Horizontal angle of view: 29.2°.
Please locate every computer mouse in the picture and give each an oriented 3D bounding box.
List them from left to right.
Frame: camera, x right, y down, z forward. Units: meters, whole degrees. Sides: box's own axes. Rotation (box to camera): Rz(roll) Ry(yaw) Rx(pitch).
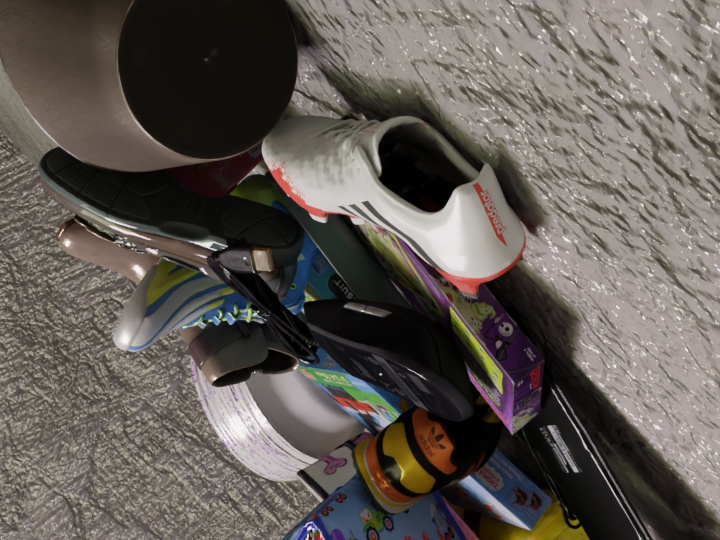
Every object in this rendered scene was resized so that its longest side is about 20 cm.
[{"bbox_3d":[-0.011,0.024,0.886,0.199,0.046,0.141,16,154,49],"label":"computer mouse"}]

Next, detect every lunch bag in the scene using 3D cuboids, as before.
[{"bbox_3d":[0.036,0.243,0.980,0.201,0.094,0.150,50,-149,5],"label":"lunch bag"}]

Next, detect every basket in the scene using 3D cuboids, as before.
[{"bbox_3d":[-0.129,-0.132,0.858,0.181,0.136,0.199,57,163,-25],"label":"basket"}]

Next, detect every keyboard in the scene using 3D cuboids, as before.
[{"bbox_3d":[0.142,0.110,0.921,0.202,0.039,0.104,60,160,-1],"label":"keyboard"}]

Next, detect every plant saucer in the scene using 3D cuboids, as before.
[{"bbox_3d":[0.000,0.000,1.021,0.201,0.027,0.200,52,180,0],"label":"plant saucer"}]

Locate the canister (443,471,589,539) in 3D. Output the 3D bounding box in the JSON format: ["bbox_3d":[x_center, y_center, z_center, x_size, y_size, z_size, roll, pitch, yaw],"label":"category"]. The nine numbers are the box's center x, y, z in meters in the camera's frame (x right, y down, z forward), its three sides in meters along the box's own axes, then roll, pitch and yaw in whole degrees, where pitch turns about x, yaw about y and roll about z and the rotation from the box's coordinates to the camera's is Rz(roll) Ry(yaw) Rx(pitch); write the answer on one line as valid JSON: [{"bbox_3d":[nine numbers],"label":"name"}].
[{"bbox_3d":[0.165,0.250,1.221,0.149,0.087,0.200,50,170,-21],"label":"canister"}]

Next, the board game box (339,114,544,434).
[{"bbox_3d":[0.045,0.004,0.874,0.201,0.032,0.120,52,168,19],"label":"board game box"}]

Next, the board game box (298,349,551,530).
[{"bbox_3d":[0.049,0.133,1.152,0.200,0.037,0.151,42,165,-16],"label":"board game box"}]

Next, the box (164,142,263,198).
[{"bbox_3d":[-0.166,-0.137,1.044,0.200,0.095,0.100,49,177,-12],"label":"box"}]

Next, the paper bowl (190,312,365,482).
[{"bbox_3d":[-0.064,0.095,1.350,0.200,0.104,0.203,36,-140,-37],"label":"paper bowl"}]

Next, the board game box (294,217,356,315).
[{"bbox_3d":[-0.020,0.028,1.236,0.201,0.047,0.151,51,169,-19],"label":"board game box"}]

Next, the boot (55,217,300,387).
[{"bbox_3d":[-0.135,0.023,1.115,0.070,0.198,0.148,-45,58,46],"label":"boot"}]

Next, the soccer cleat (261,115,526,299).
[{"bbox_3d":[0.011,-0.057,0.766,0.199,0.068,0.086,33,155,40],"label":"soccer cleat"}]

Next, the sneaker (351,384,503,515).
[{"bbox_3d":[0.076,0.112,1.000,0.071,0.090,0.199,59,-149,5],"label":"sneaker"}]

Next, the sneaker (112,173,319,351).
[{"bbox_3d":[-0.098,0.011,1.057,0.105,0.200,0.076,41,144,-1],"label":"sneaker"}]

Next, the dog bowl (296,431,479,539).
[{"bbox_3d":[0.037,0.224,1.204,0.200,0.074,0.200,45,172,8],"label":"dog bowl"}]

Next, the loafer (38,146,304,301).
[{"bbox_3d":[-0.138,-0.028,0.977,0.198,0.072,0.063,19,129,8],"label":"loafer"}]
